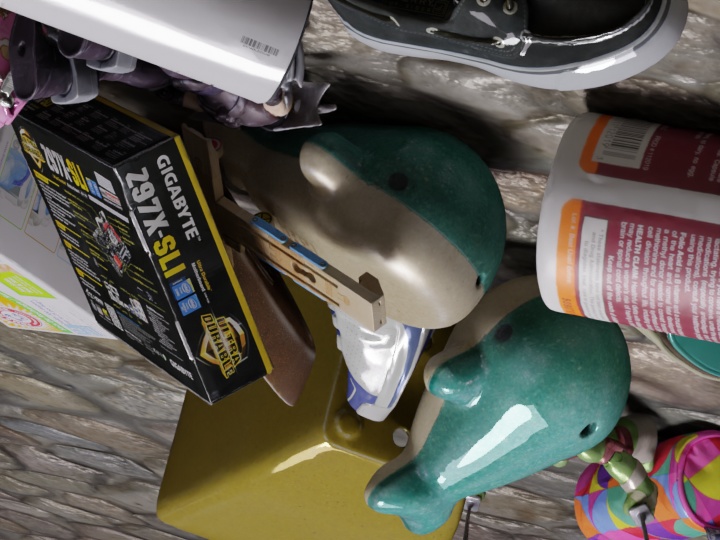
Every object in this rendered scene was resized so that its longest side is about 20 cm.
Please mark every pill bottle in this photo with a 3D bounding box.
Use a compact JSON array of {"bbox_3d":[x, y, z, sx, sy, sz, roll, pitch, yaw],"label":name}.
[{"bbox_3d":[0.206,-0.016,1.527,0.199,0.115,0.114,11,163,17],"label":"pill bottle"}]

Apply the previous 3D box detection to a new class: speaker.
[{"bbox_3d":[-0.128,-0.156,1.439,0.199,0.082,0.081,20,163,-12],"label":"speaker"}]

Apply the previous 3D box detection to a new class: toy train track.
[{"bbox_3d":[-0.051,-0.026,1.627,0.200,0.032,0.115,33,145,35],"label":"toy train track"}]

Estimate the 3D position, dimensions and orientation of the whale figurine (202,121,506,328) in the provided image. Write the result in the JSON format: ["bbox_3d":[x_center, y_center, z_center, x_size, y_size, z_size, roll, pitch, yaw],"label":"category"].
[{"bbox_3d":[0.001,-0.051,1.670,0.199,0.104,0.159,31,166,26],"label":"whale figurine"}]

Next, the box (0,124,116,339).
[{"bbox_3d":[-0.237,-0.037,1.896,0.112,0.102,0.200,5,161,32],"label":"box"}]

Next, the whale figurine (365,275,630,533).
[{"bbox_3d":[0.096,0.101,1.834,0.104,0.200,0.159,44,-176,36],"label":"whale figurine"}]

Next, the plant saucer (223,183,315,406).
[{"bbox_3d":[-0.082,-0.007,1.787,0.034,0.201,0.200,-31,153,4],"label":"plant saucer"}]

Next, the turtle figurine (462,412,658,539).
[{"bbox_3d":[0.145,0.159,2.060,0.143,0.201,0.194,-26,172,20],"label":"turtle figurine"}]

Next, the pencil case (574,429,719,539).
[{"bbox_3d":[0.243,0.177,2.187,0.088,0.089,0.200,21,165,-18],"label":"pencil case"}]

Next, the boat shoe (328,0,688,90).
[{"bbox_3d":[0.063,-0.133,1.362,0.199,0.069,0.057,7,162,35],"label":"boat shoe"}]

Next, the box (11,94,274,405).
[{"bbox_3d":[-0.135,-0.021,1.665,0.200,0.049,0.161,27,141,61],"label":"box"}]

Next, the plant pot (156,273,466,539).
[{"bbox_3d":[-0.005,0.103,1.990,0.193,0.197,0.200,21,160,-19],"label":"plant pot"}]

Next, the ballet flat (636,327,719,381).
[{"bbox_3d":[0.183,0.008,1.742,0.069,0.070,0.200,0,156,42],"label":"ballet flat"}]

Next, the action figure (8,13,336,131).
[{"bbox_3d":[-0.097,-0.117,1.568,0.130,0.070,0.199,-10,165,43],"label":"action figure"}]

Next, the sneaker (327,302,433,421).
[{"bbox_3d":[0.000,0.000,1.814,0.115,0.081,0.200,24,142,8],"label":"sneaker"}]

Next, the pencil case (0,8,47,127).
[{"bbox_3d":[-0.263,-0.154,1.573,0.086,0.083,0.200,1,158,43],"label":"pencil case"}]
